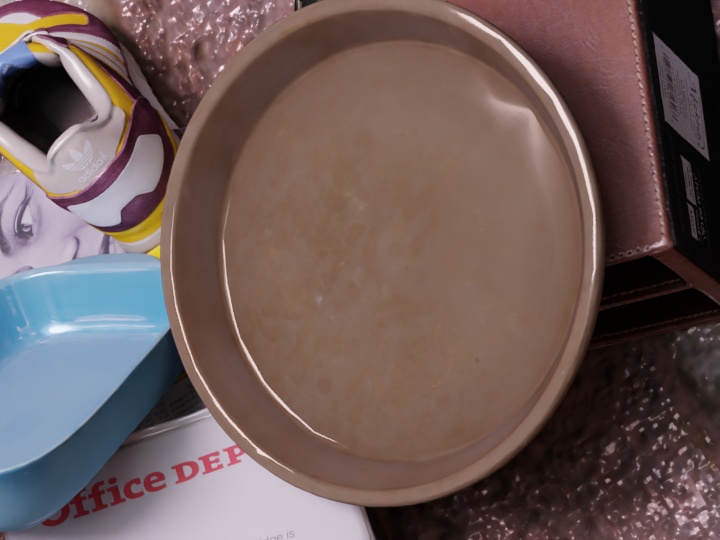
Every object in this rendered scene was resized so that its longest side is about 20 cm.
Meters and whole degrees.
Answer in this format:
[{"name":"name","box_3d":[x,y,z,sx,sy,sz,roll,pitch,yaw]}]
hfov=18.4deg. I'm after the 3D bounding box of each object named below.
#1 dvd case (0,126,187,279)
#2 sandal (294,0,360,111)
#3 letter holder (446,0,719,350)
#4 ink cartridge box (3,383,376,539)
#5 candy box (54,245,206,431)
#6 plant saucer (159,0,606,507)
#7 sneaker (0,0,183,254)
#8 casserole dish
[{"name":"dvd case","box_3d":[-0.126,0.014,1.056,0.200,0.016,0.149,-14,69,24]},{"name":"sandal","box_3d":[-0.001,-0.130,0.977,0.057,0.080,0.201,2,44,-3]},{"name":"letter holder","box_3d":[0.071,-0.073,0.932,0.142,0.101,0.201,-15,68,25]},{"name":"ink cartridge box","box_3d":[-0.051,0.166,0.906,0.145,0.083,0.200,-18,64,-2]},{"name":"candy box","box_3d":[-0.081,0.042,0.990,0.200,0.026,0.102,-32,72,23]},{"name":"plant saucer","box_3d":[0.009,-0.009,0.870,0.200,0.029,0.201,0,90,30]},{"name":"sneaker","box_3d":[-0.146,-0.088,1.038,0.075,0.090,0.200,-49,45,1]},{"name":"casserole dish","box_3d":[-0.139,0.053,0.920,0.121,0.200,0.039,-1,117,24]}]
